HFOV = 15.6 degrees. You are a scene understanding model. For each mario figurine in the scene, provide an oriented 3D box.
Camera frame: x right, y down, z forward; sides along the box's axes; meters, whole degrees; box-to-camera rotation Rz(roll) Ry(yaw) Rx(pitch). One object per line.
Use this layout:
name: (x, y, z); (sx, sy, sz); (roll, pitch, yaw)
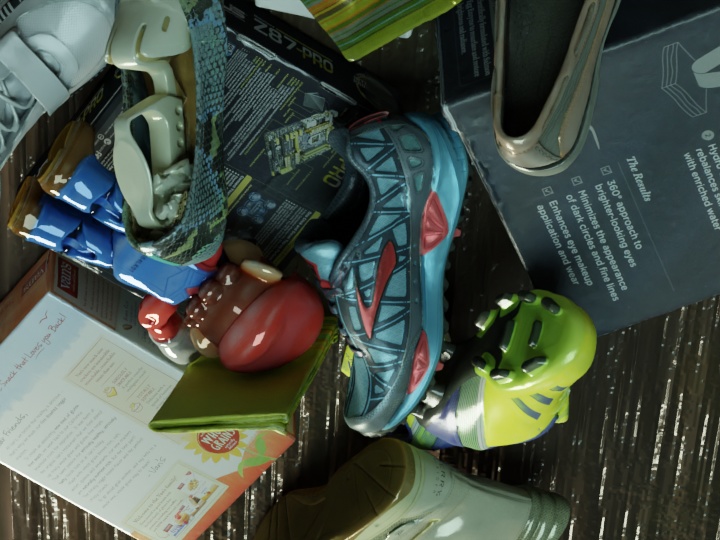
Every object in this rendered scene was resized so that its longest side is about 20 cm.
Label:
mario figurine: (-0.109, -0.014, 1.587); (0.200, 0.106, 0.123); (33, 160, -14)

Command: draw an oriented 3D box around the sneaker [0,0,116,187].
sneaker: (-0.210, -0.094, 1.542); (0.200, 0.115, 0.075); (-33, 121, 20)

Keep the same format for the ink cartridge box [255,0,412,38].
ink cartridge box: (-0.037, -0.240, 1.464); (0.176, 0.045, 0.200); (13, 126, 2)

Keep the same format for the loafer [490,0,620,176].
loafer: (0.106, -0.154, 1.440); (0.072, 0.063, 0.200); (5, 85, 17)

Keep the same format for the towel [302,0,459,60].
towel: (-0.033, -0.205, 1.439); (0.086, 0.018, 0.200); (-30, 114, 28)

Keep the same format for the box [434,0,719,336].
box: (0.172, -0.087, 1.559); (0.200, 0.117, 0.197); (-19, 126, 13)

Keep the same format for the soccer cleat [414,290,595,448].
soccer cleat: (0.100, 0.063, 1.575); (0.084, 0.065, 0.200); (23, 157, -17)

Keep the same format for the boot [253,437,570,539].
boot: (0.029, 0.185, 1.781); (0.155, 0.072, 0.200); (17, 144, -31)

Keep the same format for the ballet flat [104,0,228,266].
ballet flat: (-0.112, -0.102, 1.487); (0.074, 0.074, 0.200); (-6, 91, 3)

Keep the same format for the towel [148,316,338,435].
towel: (-0.068, 0.066, 1.617); (0.086, 0.200, 0.018); (-5, 104, 10)

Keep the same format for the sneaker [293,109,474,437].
sneaker: (0.000, 0.000, 1.568); (0.095, 0.079, 0.200); (4, 101, -24)

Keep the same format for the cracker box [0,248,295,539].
cracker box: (-0.160, 0.088, 1.715); (0.200, 0.058, 0.134); (33, 118, -24)

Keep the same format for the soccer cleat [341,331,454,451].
soccer cleat: (0.019, 0.040, 1.682); (0.084, 0.065, 0.200); (-15, 126, 12)

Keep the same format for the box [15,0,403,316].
box: (-0.094, -0.067, 1.608); (0.161, 0.049, 0.200); (29, 120, -20)
